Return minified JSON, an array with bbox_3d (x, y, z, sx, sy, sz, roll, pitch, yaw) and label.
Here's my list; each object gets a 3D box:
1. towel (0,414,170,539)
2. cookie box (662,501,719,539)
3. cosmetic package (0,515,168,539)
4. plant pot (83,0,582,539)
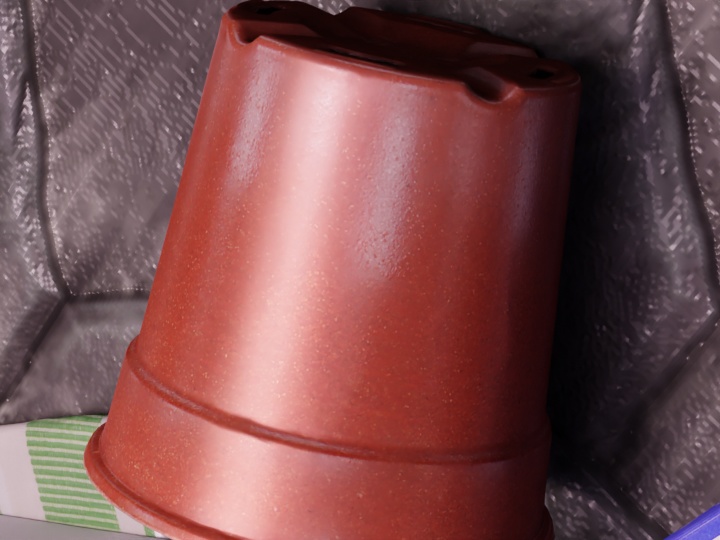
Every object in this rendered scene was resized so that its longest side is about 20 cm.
[{"bbox_3d":[-0.163,0.150,1.283,0.199,0.023,0.153,-9,99,37],"label":"towel"},{"bbox_3d":[0.204,0.082,0.925,0.200,0.171,0.075,-39,79,36],"label":"cookie box"},{"bbox_3d":[-0.125,0.204,1.228,0.199,0.052,0.152,3,103,34],"label":"cosmetic package"},{"bbox_3d":[0.000,0.000,1.034,0.200,0.200,0.196,18,106,28],"label":"plant pot"}]
